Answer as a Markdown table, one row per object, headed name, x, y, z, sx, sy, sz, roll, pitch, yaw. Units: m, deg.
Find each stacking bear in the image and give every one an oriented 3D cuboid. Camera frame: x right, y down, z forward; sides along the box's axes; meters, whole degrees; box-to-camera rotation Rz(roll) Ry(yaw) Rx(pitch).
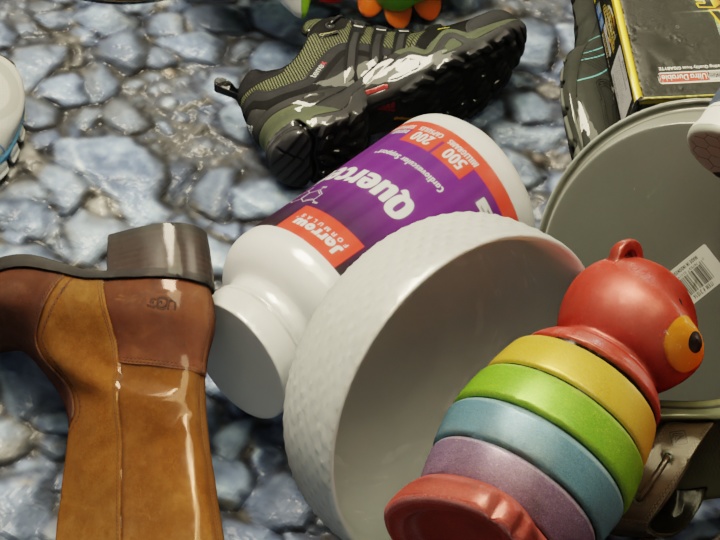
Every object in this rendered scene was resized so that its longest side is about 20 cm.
| name | x | y | z | sx | sy | sz | roll | pitch | yaw |
| --- | --- | --- | --- | --- | --- | --- | --- | --- | --- |
| stacking bear | 0.109 | 0.077 | 1.315 | 0.114 | 0.121 | 0.200 | 7 | 52 | 47 |

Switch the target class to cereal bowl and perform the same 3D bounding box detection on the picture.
| name | x | y | z | sx | sy | sz | roll | pitch | yaw |
| --- | --- | --- | --- | --- | --- | --- | --- | --- | --- |
| cereal bowl | 0.033 | 0.056 | 1.368 | 0.200 | 0.200 | 0.083 | -32 | 41 | -29 |

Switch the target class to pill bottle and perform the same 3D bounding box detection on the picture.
| name | x | y | z | sx | sy | sz | roll | pitch | yaw |
| --- | --- | --- | --- | --- | --- | --- | --- | --- | --- |
| pill bottle | 0.000 | 0.000 | 1.458 | 0.112 | 0.113 | 0.200 | 38 | 55 | 24 |

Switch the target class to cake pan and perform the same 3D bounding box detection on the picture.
| name | x | y | z | sx | sy | sz | roll | pitch | yaw |
| --- | --- | --- | --- | --- | --- | --- | --- | --- | --- |
| cake pan | 0.190 | 0.002 | 1.438 | 0.200 | 0.201 | 0.037 | 27 | 10 | 17 |

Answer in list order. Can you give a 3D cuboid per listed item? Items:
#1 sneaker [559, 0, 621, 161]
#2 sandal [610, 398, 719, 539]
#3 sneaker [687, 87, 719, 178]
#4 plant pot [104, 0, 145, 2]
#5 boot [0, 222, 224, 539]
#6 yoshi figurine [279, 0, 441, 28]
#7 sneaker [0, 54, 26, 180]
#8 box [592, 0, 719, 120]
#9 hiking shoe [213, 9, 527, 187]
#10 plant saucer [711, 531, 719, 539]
| name | x | y | z | sx | sy | sz | roll | pitch | yaw |
| --- | --- | --- | --- | --- | --- | --- | --- | --- | --- |
| sneaker | 0.171 | -0.126 | 1.600 | 0.079 | 0.075 | 0.200 | -5 | 47 | 15 |
| sandal | 0.169 | 0.112 | 1.387 | 0.201 | 0.080 | 0.057 | -10 | 40 | -4 |
| sneaker | 0.297 | -0.075 | 1.378 | 0.202 | 0.077 | 0.146 | 34 | 67 | -2 |
| plant pot | -0.157 | -0.316 | 1.658 | 0.200 | 0.198 | 0.200 | 3 | 49 | -3 |
| boot | -0.155 | 0.090 | 1.392 | 0.188 | 0.068 | 0.200 | -11 | 69 | 21 |
| yoshi figurine | -0.009 | -0.233 | 1.641 | 0.200 | 0.112 | 0.112 | 9 | 34 | -34 |
| sneaker | -0.264 | -0.076 | 1.513 | 0.075 | 0.087 | 0.200 | 23 | 49 | 15 |
| box | 0.247 | -0.164 | 1.574 | 0.200 | 0.049 | 0.160 | -3 | 59 | -10 |
| hiking shoe | 0.010 | -0.134 | 1.599 | 0.200 | 0.076 | 0.101 | -24 | 59 | -23 |
| plant saucer | 0.266 | 0.163 | 1.342 | 0.200 | 0.032 | 0.200 | -8 | 23 | 3 |
